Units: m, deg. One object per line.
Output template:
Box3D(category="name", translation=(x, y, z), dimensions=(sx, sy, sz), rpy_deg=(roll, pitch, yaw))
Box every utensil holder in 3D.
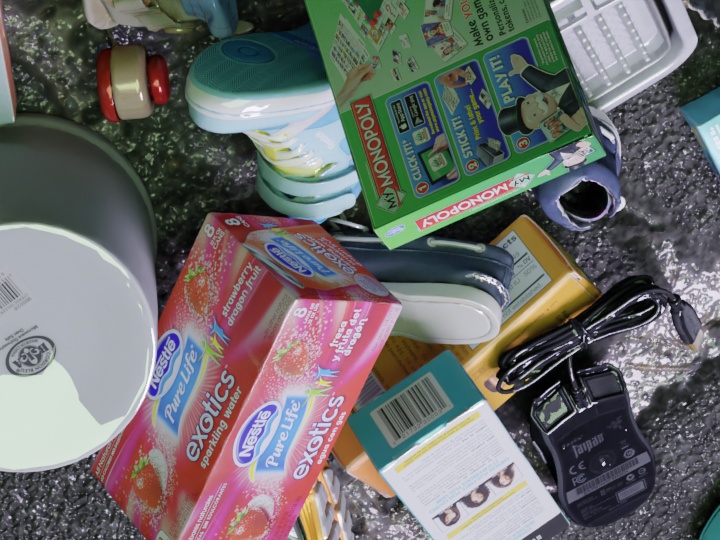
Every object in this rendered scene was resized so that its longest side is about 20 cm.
Box3D(category="utensil holder", translation=(-0.205, 0.013, 1.471), dimensions=(0.169, 0.200, 0.170), rpy_deg=(-3, 111, -7))

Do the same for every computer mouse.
Box3D(category="computer mouse", translation=(0.170, 0.080, 1.611), dimensions=(0.140, 0.046, 0.200), rpy_deg=(-31, 134, -1))

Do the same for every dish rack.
Box3D(category="dish rack", translation=(0.116, -0.137, 1.486), dimensions=(0.171, 0.200, 0.044), rpy_deg=(-32, 69, 7))

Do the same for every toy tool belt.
Box3D(category="toy tool belt", translation=(-0.107, -0.189, 1.453), dimensions=(0.123, 0.125, 0.201), rpy_deg=(-4, 111, 3))

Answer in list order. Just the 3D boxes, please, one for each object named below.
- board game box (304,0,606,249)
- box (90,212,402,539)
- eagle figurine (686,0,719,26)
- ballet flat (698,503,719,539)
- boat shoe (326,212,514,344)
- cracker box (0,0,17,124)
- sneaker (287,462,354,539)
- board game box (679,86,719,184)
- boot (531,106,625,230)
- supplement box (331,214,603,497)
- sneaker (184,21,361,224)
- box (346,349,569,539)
Box3D(category="board game box", translation=(0.047, -0.124, 1.379), dimensions=(0.134, 0.200, 0.029), rpy_deg=(-24, 148, 12))
Box3D(category="box", translation=(-0.073, 0.074, 1.485), dimensions=(0.095, 0.100, 0.200), rpy_deg=(4, 121, -45))
Box3D(category="eagle figurine", translation=(0.201, -0.241, 1.394), dimensions=(0.200, 0.152, 0.151), rpy_deg=(-43, 116, -14))
Box3D(category="ballet flat", translation=(0.315, 0.146, 1.657), dimensions=(0.069, 0.070, 0.200), rpy_deg=(32, 116, -17))
Box3D(category="boat shoe", translation=(0.000, 0.000, 1.554), dimensions=(0.199, 0.062, 0.075), rpy_deg=(4, 143, 20))
Box3D(category="cracker box", translation=(-0.319, -0.146, 1.474), dimensions=(0.199, 0.058, 0.134), rpy_deg=(-8, 112, -3))
Box3D(category="sneaker", translation=(-0.057, 0.155, 1.617), dimensions=(0.077, 0.078, 0.200), rpy_deg=(-13, 108, 12))
Box3D(category="board game box", translation=(0.334, -0.087, 1.587), dimensions=(0.200, 0.047, 0.151), rpy_deg=(-29, 111, 4))
Box3D(category="boot", translation=(0.130, -0.057, 1.490), dimensions=(0.073, 0.200, 0.090), rpy_deg=(-33, 67, 13))
Box3D(category="supplement box", translation=(0.064, 0.057, 1.585), dimensions=(0.200, 0.069, 0.067), rpy_deg=(-40, 145, 8))
Box3D(category="sneaker", translation=(-0.045, -0.078, 1.477), dimensions=(0.079, 0.200, 0.131), rpy_deg=(29, 117, 26))
Box3D(category="box", translation=(0.067, 0.133, 1.575), dimensions=(0.082, 0.049, 0.200), rpy_deg=(-34, 145, 0))
